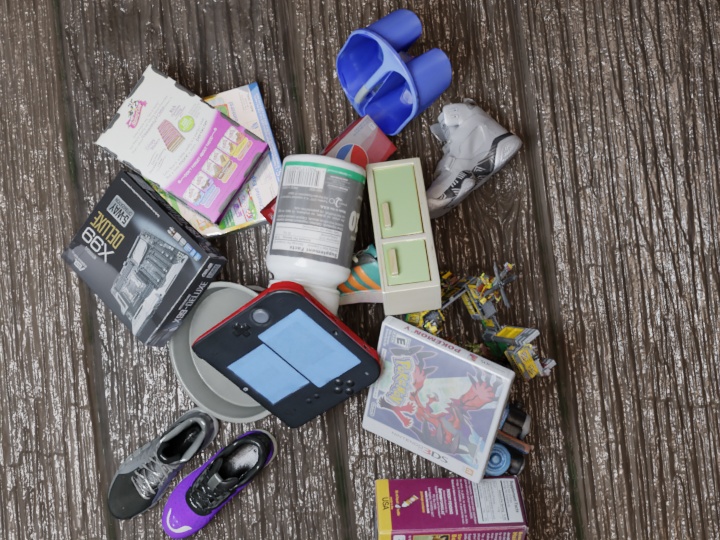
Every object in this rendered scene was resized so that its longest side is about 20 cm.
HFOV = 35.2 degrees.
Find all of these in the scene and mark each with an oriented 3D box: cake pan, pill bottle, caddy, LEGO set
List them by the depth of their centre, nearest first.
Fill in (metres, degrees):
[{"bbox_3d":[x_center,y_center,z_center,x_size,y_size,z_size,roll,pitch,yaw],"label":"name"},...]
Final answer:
[{"bbox_3d":[-0.062,-0.045,1.494,0.113,0.113,0.200,10,85,-1],"label":"pill bottle"},{"bbox_3d":[0.165,0.097,1.503,0.154,0.116,0.200,-29,105,-25],"label":"LEGO set"},{"bbox_3d":[-0.173,0.110,1.568,0.200,0.037,0.200,6,104,25],"label":"cake pan"},{"bbox_3d":[0.036,-0.269,1.574,0.105,0.200,0.141,-38,89,-20],"label":"caddy"}]

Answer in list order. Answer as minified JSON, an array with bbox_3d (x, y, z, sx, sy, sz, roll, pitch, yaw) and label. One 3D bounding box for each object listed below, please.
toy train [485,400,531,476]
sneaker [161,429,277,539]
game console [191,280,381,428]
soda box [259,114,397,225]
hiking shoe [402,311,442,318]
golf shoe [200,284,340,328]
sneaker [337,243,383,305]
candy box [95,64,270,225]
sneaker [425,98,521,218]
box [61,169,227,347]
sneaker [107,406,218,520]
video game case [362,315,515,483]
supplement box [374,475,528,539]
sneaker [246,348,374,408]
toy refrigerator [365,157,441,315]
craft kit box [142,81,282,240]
[{"bbox_3d":[0.150,0.211,1.599,0.200,0.087,0.114,26,80,0],"label":"toy train"},{"bbox_3d":[-0.204,0.294,1.574,0.200,0.100,0.070,-44,86,-4],"label":"sneaker"},{"bbox_3d":[-0.091,0.113,1.466,0.177,0.031,0.200,-36,119,22],"label":"game console"},{"bbox_3d":[-0.045,-0.127,1.596,0.200,0.063,0.070,-46,103,-17],"label":"soda box"},{"bbox_3d":[0.067,-0.013,1.600,0.076,0.101,0.200,-18,87,-2],"label":"hiking shoe"},{"bbox_3d":[-0.128,0.058,1.596,0.200,0.094,0.078,0,88,0],"label":"golf shoe"},{"bbox_3d":[0.000,0.000,1.559,0.200,0.071,0.080,-2,109,12],"label":"sneaker"},{"bbox_3d":[-0.245,-0.173,1.581,0.200,0.061,0.136,35,87,0],"label":"candy box"},{"bbox_3d":[0.128,-0.162,1.610,0.200,0.075,0.115,-39,83,-24],"label":"sneaker"},{"bbox_3d":[-0.301,-0.017,1.566,0.200,0.050,0.158,43,102,23],"label":"box"},{"bbox_3d":[-0.283,0.268,1.567,0.075,0.115,0.200,43,86,1],"label":"sneaker"},{"bbox_3d":[0.097,0.172,1.491,0.182,0.023,0.200,24,130,17],"label":"video game case"},{"bbox_3d":[0.119,0.361,1.552,0.200,0.103,0.131,-1,125,-2],"label":"supplement box"},{"bbox_3d":[-0.066,0.151,1.591,0.200,0.092,0.076,-17,88,0],"label":"sneaker"},{"bbox_3d":[0.055,-0.048,1.486,0.076,0.070,0.200,-7,60,1],"label":"toy refrigerator"},{"bbox_3d":[-0.213,-0.147,1.631,0.197,0.049,0.200,-16,87,-5],"label":"craft kit box"}]
